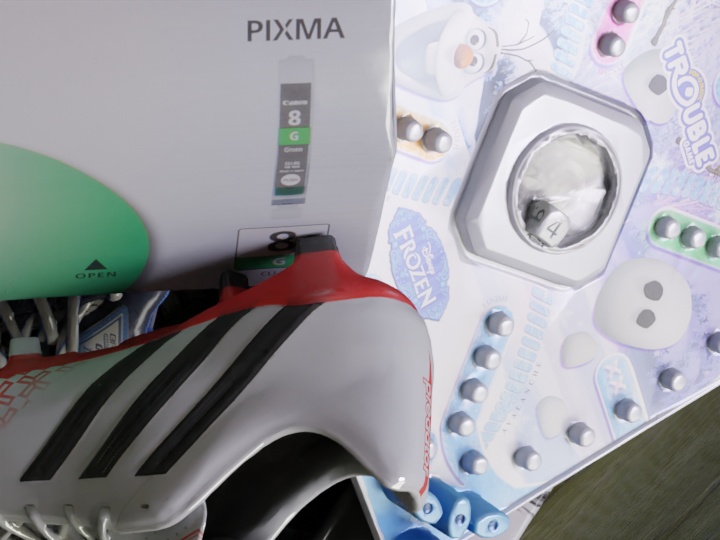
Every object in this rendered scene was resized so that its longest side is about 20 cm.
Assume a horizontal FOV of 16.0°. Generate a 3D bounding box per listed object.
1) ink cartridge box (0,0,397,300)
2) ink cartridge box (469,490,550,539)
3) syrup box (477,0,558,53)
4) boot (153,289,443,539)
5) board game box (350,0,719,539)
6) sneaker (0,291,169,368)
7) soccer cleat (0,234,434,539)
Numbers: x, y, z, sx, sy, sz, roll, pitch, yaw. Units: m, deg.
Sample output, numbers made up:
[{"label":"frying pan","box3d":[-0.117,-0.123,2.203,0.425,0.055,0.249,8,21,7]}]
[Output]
[{"label":"ink cartridge box","box3d":[-0.068,-0.055,0.657,0.160,0.050,0.200,-3,155,-8]},{"label":"ink cartridge box","box3d":[0.048,0.095,1.235,0.200,0.084,0.145,-58,177,9]},{"label":"syrup box","box3d":[0.091,-0.147,0.882,0.200,0.079,0.081,-40,163,-13]},{"label":"boot","box3d":[-0.080,0.088,0.910,0.211,0.158,0.079,-53,171,13]},{"label":"board game box","box3d":[0.067,-0.026,0.826,0.200,0.026,0.200,-29,117,-18]},{"label":"sneaker","box3d":[-0.101,0.000,0.780,0.200,0.085,0.077,-36,161,-21]},{"label":"soccer cleat","box3d":[-0.069,0.060,0.729,0.200,0.085,0.069,-21,149,16]}]
